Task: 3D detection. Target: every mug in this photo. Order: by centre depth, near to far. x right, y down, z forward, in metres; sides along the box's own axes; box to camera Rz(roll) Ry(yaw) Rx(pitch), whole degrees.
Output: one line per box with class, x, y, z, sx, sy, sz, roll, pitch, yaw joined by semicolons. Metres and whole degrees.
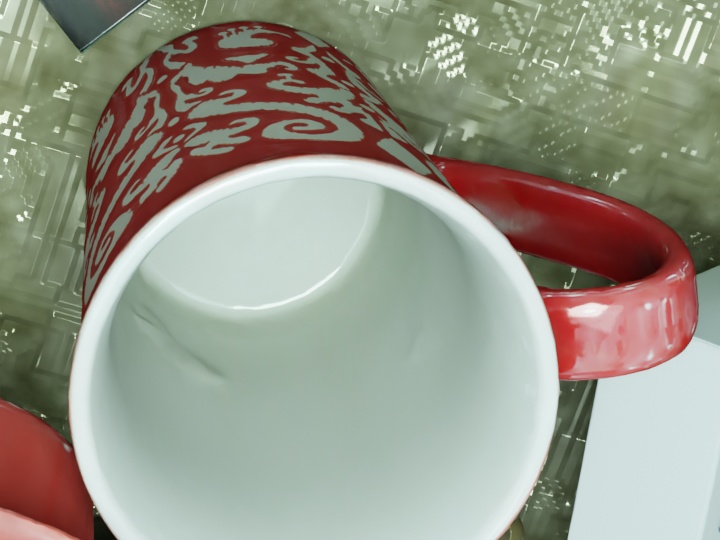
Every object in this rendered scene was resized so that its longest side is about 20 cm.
mug;-0.007;0.009;0.758;0.176;0.200;0.134;21;105;-16

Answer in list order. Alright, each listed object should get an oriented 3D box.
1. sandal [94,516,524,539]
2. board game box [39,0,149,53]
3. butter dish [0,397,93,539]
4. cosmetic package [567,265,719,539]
sandal;-0.042;0.080;0.848;0.198;0.080;0.054;-4;95;-9
board game box;-0.041;-0.169;0.784;0.199;0.023;0.105;-36;109;5
butter dish;-0.154;0.093;0.740;0.198;0.148;0.201;14;128;5
cosmetic package;0.122;0.098;0.841;0.150;0.051;0.202;-17;121;-52
